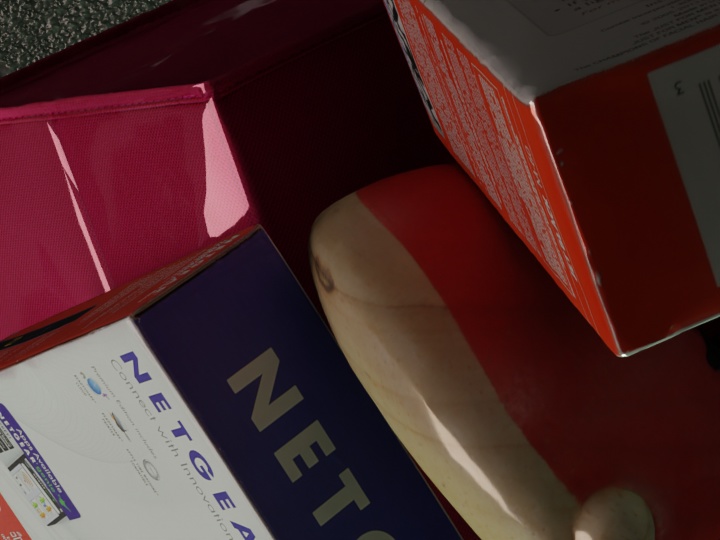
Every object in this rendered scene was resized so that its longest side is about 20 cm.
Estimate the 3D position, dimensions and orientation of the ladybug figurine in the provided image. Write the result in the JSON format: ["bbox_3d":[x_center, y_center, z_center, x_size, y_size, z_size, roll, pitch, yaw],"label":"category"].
[{"bbox_3d":[0.051,0.027,0.667,0.136,0.072,0.200,45,-175,-21],"label":"ladybug figurine"}]

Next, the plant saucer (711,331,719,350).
[{"bbox_3d":[0.145,0.104,0.688,0.200,0.029,0.201,158,90,-87],"label":"plant saucer"}]

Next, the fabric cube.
[{"bbox_3d":[0.000,0.000,0.876,0.200,0.196,0.200,0,114,55],"label":"fabric cube"}]

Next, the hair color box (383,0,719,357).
[{"bbox_3d":[0.076,-0.054,0.599,0.200,0.111,0.064,-118,6,-70],"label":"hair color box"}]

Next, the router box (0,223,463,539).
[{"bbox_3d":[-0.032,0.097,0.751,0.200,0.049,0.179,57,151,-6],"label":"router box"}]
